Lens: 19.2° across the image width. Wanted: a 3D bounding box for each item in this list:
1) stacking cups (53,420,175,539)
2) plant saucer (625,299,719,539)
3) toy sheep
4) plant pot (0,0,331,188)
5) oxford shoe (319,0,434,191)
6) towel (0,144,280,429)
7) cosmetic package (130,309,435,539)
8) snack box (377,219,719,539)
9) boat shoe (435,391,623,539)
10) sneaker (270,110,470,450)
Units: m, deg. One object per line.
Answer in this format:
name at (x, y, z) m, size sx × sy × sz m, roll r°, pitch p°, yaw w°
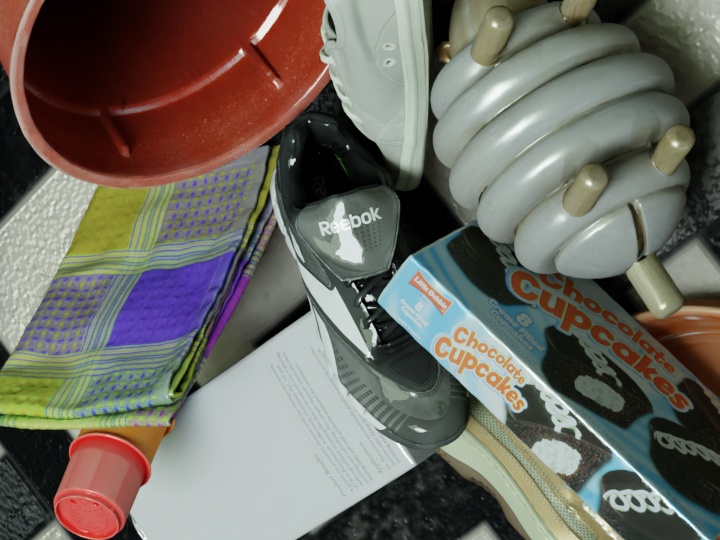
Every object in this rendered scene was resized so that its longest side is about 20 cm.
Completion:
stacking cups at (-0.121, 0.066, 1.204) m, size 0.060 × 0.200 × 0.061 m, roll 10°, pitch 139°, yaw 9°
plant saucer at (0.192, 0.110, 1.132) m, size 0.200 × 0.032 × 0.200 m, roll 10°, pitch 111°, yaw 28°
toy sheep at (0.104, -0.064, 1.062) m, size 0.138 × 0.138 × 0.200 m, roll -36°, pitch 71°, yaw 35°
plant pot at (-0.128, -0.181, 1.112) m, size 0.195 × 0.201 × 0.201 m, roll 52°, pitch 129°, yaw 35°
oxford shoe at (0.009, -0.110, 1.096) m, size 0.058 × 0.075 × 0.200 m, roll -1°, pitch 151°, yaw 5°
towel at (-0.126, 0.007, 1.203) m, size 0.144 × 0.200 × 0.023 m, roll -4°, pitch 135°, yaw 32°
cosmetic package at (-0.045, 0.098, 1.239) m, size 0.200 × 0.085 × 0.108 m, roll -33°, pitch 88°, yaw 36°
snack box at (0.113, 0.056, 1.071) m, size 0.200 × 0.116 × 0.037 m, roll 44°, pitch 121°, yaw 11°
boat shoe at (0.113, 0.106, 1.122) m, size 0.200 × 0.072 × 0.076 m, roll 40°, pitch 111°, yaw 14°
sneaker at (0.000, 0.000, 1.114) m, size 0.091 × 0.066 × 0.200 m, roll 83°, pitch 164°, yaw -64°
